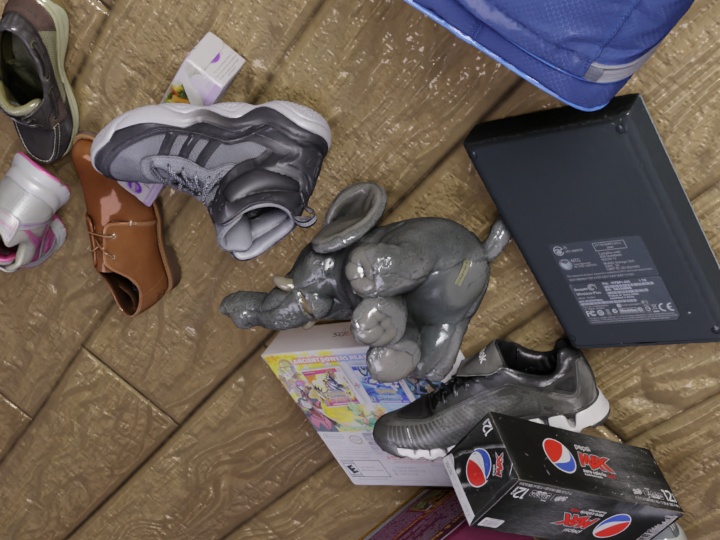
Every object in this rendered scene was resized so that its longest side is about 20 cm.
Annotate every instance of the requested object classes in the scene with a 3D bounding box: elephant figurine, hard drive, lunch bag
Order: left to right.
[{"bbox_3d":[0.000,0.000,1.041,0.200,0.155,0.142,28,114,54],"label":"elephant figurine"},{"bbox_3d":[0.097,-0.195,0.736,0.200,0.136,0.132,34,143,4],"label":"lunch bag"},{"bbox_3d":[0.176,-0.029,0.938,0.139,0.033,0.200,-6,126,42],"label":"hard drive"}]

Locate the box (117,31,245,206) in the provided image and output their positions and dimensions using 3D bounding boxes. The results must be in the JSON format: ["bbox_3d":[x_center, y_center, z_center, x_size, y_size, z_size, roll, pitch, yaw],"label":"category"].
[{"bbox_3d":[-0.154,-0.123,1.091,0.039,0.041,0.200,38,144,-4],"label":"box"}]

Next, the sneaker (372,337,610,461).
[{"bbox_3d":[0.101,0.100,1.076,0.199,0.067,0.091,-12,115,12],"label":"sneaker"}]

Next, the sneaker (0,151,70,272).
[{"bbox_3d":[-0.346,-0.041,1.278,0.081,0.088,0.200,36,156,1],"label":"sneaker"}]

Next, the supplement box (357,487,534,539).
[{"bbox_3d":[0.074,0.281,1.213,0.103,0.131,0.200,56,161,-3],"label":"supplement box"}]

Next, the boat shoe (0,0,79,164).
[{"bbox_3d":[-0.294,-0.162,1.137,0.072,0.066,0.201,26,142,9],"label":"boat shoe"}]

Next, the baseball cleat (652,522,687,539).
[{"bbox_3d":[0.203,0.243,1.191,0.200,0.070,0.107,-27,105,40],"label":"baseball cleat"}]

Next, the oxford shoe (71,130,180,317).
[{"bbox_3d":[-0.229,-0.039,1.216,0.071,0.071,0.200,10,134,33],"label":"oxford shoe"}]

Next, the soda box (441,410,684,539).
[{"bbox_3d":[0.165,0.173,1.039,0.200,0.071,0.063,18,126,-37],"label":"soda box"}]

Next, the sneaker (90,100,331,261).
[{"bbox_3d":[-0.124,-0.069,1.016,0.199,0.114,0.076,-3,149,11],"label":"sneaker"}]

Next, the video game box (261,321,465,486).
[{"bbox_3d":[0.030,0.126,1.208,0.200,0.047,0.182,-7,128,42],"label":"video game box"}]
